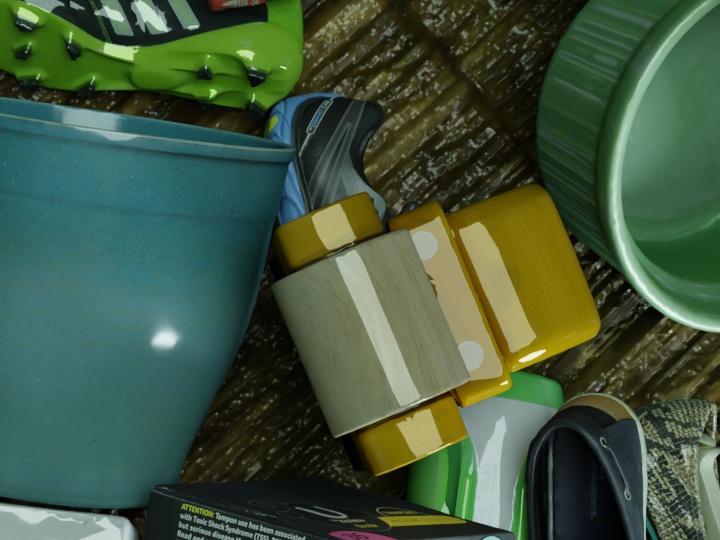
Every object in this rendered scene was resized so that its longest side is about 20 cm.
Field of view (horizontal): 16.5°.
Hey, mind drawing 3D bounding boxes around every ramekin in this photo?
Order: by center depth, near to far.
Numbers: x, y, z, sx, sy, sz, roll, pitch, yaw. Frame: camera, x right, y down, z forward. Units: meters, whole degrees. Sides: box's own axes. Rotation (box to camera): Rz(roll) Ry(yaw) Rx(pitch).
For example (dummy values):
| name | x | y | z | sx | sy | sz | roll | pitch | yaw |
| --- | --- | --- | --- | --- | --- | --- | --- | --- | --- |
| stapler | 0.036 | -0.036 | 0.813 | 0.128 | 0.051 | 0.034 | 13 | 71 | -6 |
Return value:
| name | x | y | z | sx | sy | sz | roll | pitch | yaw |
| --- | --- | --- | --- | --- | --- | --- | --- | --- | --- |
| ramekin | 0.191 | -0.076 | 1.333 | 0.200 | 0.098 | 0.201 | -11 | 114 | -26 |

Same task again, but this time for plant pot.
| name | x | y | z | sx | sy | sz | roll | pitch | yaw |
| --- | --- | --- | --- | --- | --- | --- | --- | --- | --- |
| plant pot | -0.143 | 0.016 | 1.247 | 0.200 | 0.200 | 0.188 | 7 | 95 | -11 |

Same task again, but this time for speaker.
| name | x | y | z | sx | sy | sz | roll | pitch | yaw |
| --- | --- | --- | --- | --- | --- | --- | --- | --- | --- |
| speaker | 0.060 | 0.155 | 1.316 | 0.088 | 0.088 | 0.201 | 9 | 81 | -10 |

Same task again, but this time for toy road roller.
| name | x | y | z | sx | sy | sz | roll | pitch | yaw |
| --- | --- | --- | --- | --- | --- | --- | --- | --- | --- |
| toy road roller | 0.040 | 0.017 | 1.210 | 0.146 | 0.200 | 0.123 | -23 | 88 | 0 |

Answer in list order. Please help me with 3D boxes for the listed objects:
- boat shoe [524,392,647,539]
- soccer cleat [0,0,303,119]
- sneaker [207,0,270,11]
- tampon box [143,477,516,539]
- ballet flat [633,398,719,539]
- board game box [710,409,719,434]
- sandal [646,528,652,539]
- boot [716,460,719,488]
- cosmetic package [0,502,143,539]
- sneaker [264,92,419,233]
| name | x | y | z | sx | sy | sz | roll | pitch | yaw |
| --- | --- | --- | --- | --- | --- | --- | --- | --- | --- |
| boat shoe | 0.117 | 0.163 | 1.260 | 0.074 | 0.062 | 0.201 | -5 | 88 | 28 |
| soccer cleat | -0.128 | -0.135 | 1.335 | 0.199 | 0.068 | 0.081 | 11 | 53 | -3 |
| sneaker | -0.094 | -0.223 | 1.323 | 0.084 | 0.075 | 0.200 | -26 | 66 | -14 |
| tampon box | -0.027 | 0.213 | 1.216 | 0.126 | 0.150 | 0.201 | 12 | 95 | 33 |
| ballet flat | 0.190 | 0.161 | 1.288 | 0.075 | 0.068 | 0.200 | -19 | 78 | 20 |
| board game box | 0.305 | 0.081 | 1.337 | 0.200 | 0.028 | 0.135 | -31 | 83 | -16 |
| sandal | 0.131 | 0.193 | 1.322 | 0.082 | 0.055 | 0.201 | 2 | 75 | 25 |
| boot | 0.206 | 0.222 | 1.345 | 0.154 | 0.073 | 0.204 | -35 | 89 | -11 |
| cosmetic package | -0.198 | 0.192 | 1.189 | 0.164 | 0.200 | 0.165 | 10 | 81 | -1 |
| sneaker | 0.000 | 0.000 | 1.331 | 0.082 | 0.071 | 0.200 | -9 | 81 | -2 |
